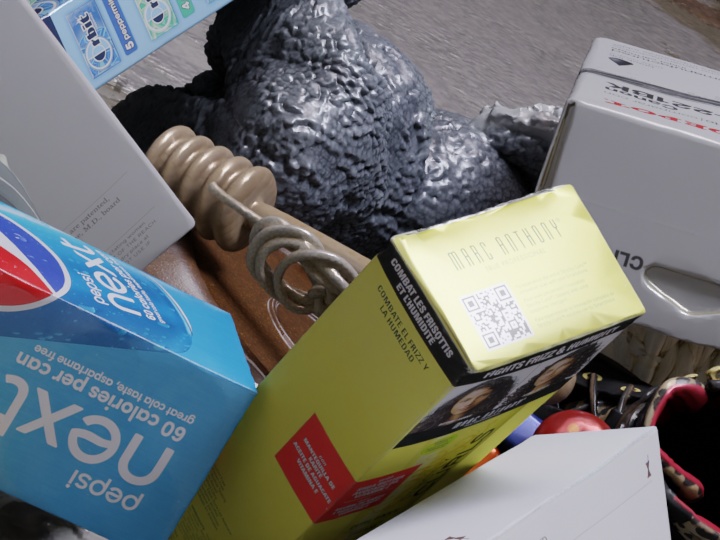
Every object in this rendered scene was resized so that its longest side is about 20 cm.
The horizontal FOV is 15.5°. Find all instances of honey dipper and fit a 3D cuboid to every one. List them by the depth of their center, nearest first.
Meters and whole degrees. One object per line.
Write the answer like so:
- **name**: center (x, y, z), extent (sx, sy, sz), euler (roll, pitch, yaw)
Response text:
- **honey dipper**: center (0.000, 0.000, 1.031), extent (0.200, 0.038, 0.038), euler (28, 15, 24)

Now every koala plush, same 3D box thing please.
- **koala plush**: center (0.004, -0.044, 1.263), extent (0.200, 0.177, 0.184), euler (30, 12, -26)

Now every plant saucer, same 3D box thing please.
- **plant saucer**: center (-0.026, 0.040, 1.096), extent (0.200, 0.032, 0.200), euler (41, 16, -14)

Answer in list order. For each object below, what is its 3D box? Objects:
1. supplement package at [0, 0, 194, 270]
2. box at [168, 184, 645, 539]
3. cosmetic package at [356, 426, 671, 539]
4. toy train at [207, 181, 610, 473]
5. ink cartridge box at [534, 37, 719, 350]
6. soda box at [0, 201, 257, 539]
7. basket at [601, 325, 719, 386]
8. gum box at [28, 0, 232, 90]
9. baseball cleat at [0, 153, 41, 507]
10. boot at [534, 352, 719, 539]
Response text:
- **supplement package**: center (-0.174, -0.065, 0.964), extent (0.121, 0.120, 0.200), euler (45, -7, 43)
- **box**: center (0.004, 0.048, 0.841), extent (0.075, 0.200, 0.050), euler (-17, 71, -37)
- **cosmetic package**: center (0.056, 0.139, 0.824), extent (0.052, 0.151, 0.200), euler (-4, 5, 21)
- **toy train**: center (-0.010, 0.067, 0.978), extent (0.200, 0.085, 0.116), euler (36, 61, 6)
- **ink cartridge box**: center (0.151, -0.031, 1.135), extent (0.144, 0.084, 0.200), euler (17, 15, 4)
- **soda box**: center (-0.136, 0.011, 0.817), extent (0.200, 0.068, 0.064), euler (27, 15, -22)
- **basket**: center (0.160, 0.062, 1.231), extent (0.123, 0.136, 0.200), euler (15, 14, -8)
- **gum box**: center (-0.128, -0.129, 1.192), extent (0.200, 0.045, 0.170), euler (-38, 26, -32)
- **baseball cleat**: center (-0.133, 0.019, 0.892), extent (0.200, 0.070, 0.107), euler (43, 41, -47)
- **boot**: center (0.097, 0.060, 1.048), extent (0.200, 0.073, 0.151), euler (42, -16, -8)
